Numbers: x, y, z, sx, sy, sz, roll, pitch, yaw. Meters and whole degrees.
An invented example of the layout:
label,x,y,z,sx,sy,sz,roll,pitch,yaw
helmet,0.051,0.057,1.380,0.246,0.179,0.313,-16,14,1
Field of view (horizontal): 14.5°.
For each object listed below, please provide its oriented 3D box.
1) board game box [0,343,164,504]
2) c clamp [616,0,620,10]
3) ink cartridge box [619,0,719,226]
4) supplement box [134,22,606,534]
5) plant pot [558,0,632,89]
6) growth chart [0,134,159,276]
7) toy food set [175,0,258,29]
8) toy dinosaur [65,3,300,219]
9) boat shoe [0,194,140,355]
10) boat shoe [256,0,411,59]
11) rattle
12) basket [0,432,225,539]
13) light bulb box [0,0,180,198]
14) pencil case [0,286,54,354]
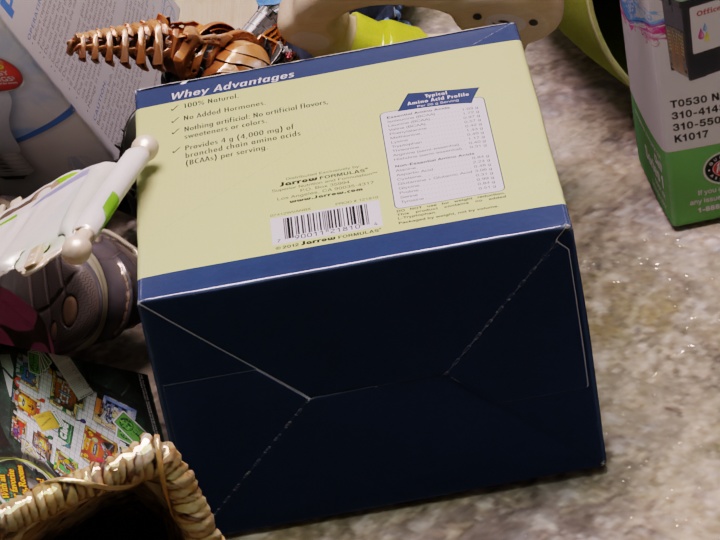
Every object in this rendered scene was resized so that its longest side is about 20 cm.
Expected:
label,x,y,z,sx,sy,sz,roll,pitch,yaw
board game box,-0.124,0.108,1.232,0.104,0.024,0.201,16,33,-28
c clamp,0.222,-0.228,1.743,0.170,0.027,0.200,-11,32,-1
ink cartridge box,0.209,-0.140,1.441,0.144,0.201,0.084,-11,31,-2
supplement box,0.000,0.000,1.342,0.199,0.135,0.200,-10,32,1
plant pot,0.156,-0.200,1.593,0.186,0.188,0.200,-23,25,-19
growth chart,-0.178,-0.003,1.316,0.199,0.018,0.145,-28,16,29
toy food set,-0.112,-0.130,1.670,0.143,0.061,0.200,-17,29,12
toy dinosaur,-0.082,-0.085,1.493,0.199,0.136,0.102,23,1,-26
boat shoe,-0.172,0.001,1.470,0.073,0.075,0.200,-1,17,-37
boat shoe,-0.016,-0.149,1.645,0.084,0.069,0.200,-8,16,27
rattle,0.044,-0.099,1.419,0.199,0.130,0.143,-9,49,41
basket,-0.132,0.174,1.050,0.199,0.143,0.149,-24,-11,-14
light bulb box,-0.231,-0.136,1.523,0.197,0.200,0.126,-2,63,21
pencil case,-0.196,0.091,1.309,0.094,0.091,0.200,-40,21,24
